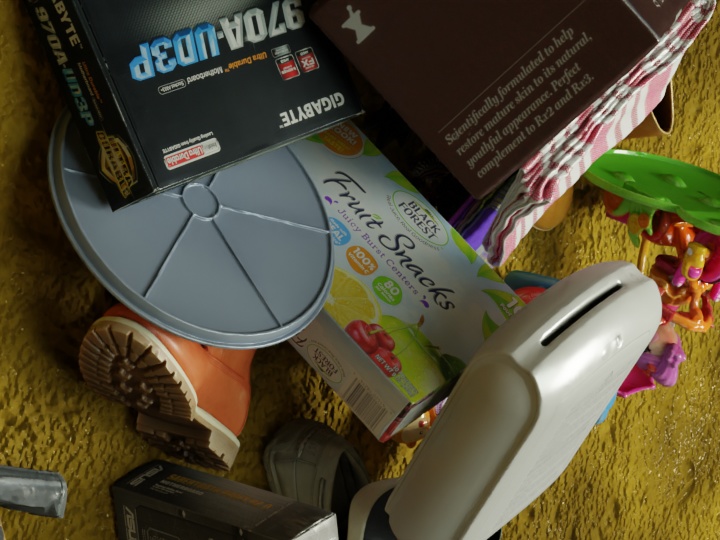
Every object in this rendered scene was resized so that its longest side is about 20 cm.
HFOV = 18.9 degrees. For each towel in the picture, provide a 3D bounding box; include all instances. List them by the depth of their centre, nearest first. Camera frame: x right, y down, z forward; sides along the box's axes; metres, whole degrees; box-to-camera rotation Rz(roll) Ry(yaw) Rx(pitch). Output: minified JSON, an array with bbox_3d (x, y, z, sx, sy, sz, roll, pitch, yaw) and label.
[{"bbox_3d":[0.164,-0.093,1.476,0.200,0.030,0.146,-44,172,-18],"label":"towel"},{"bbox_3d":[0.073,-0.003,1.554,0.200,0.023,0.144,-51,162,4],"label":"towel"}]

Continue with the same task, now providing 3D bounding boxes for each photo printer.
[{"bbox_3d":[0.111,0.086,1.414,0.166,0.069,0.200,-32,158,-45],"label":"photo printer"}]

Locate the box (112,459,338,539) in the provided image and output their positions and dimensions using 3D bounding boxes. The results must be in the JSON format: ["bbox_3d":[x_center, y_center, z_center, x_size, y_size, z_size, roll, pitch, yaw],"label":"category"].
[{"bbox_3d":[-0.081,0.236,1.400,0.048,0.158,0.201,-26,118,-46],"label":"box"}]

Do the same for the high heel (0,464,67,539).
[{"bbox_3d":[-0.230,0.209,1.265,0.142,0.071,0.201,17,69,-58],"label":"high heel"}]

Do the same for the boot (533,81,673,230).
[{"bbox_3d":[0.175,-0.108,1.647,0.071,0.144,0.202,-41,129,-37],"label":"boot"}]

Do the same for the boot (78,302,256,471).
[{"bbox_3d":[-0.114,0.045,1.364,0.200,0.075,0.108,61,47,-65],"label":"boot"}]

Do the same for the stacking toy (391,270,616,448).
[{"bbox_3d":[0.094,0.085,1.640,0.200,0.110,0.116,-22,117,-38],"label":"stacking toy"}]

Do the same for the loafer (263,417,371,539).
[{"bbox_3d":[-0.010,0.192,1.549,0.070,0.070,0.200,-49,133,-32],"label":"loafer"}]

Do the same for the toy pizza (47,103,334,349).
[{"bbox_3d":[-0.105,-0.035,1.327,0.200,0.032,0.201,21,47,-25],"label":"toy pizza"}]

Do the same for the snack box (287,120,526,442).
[{"bbox_3d":[0.000,0.000,1.423,0.142,0.200,0.053,-31,163,-45],"label":"snack box"}]

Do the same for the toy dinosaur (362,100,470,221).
[{"bbox_3d":[0.074,-0.107,1.588,0.136,0.102,0.201,6,75,-67],"label":"toy dinosaur"}]

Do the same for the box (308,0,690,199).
[{"bbox_3d":[0.101,-0.181,1.403,0.164,0.166,0.200,48,27,-3],"label":"box"}]

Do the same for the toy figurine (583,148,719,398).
[{"bbox_3d":[0.242,0.020,1.753,0.150,0.200,0.185,1,111,-32],"label":"toy figurine"}]

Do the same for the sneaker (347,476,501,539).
[{"bbox_3d":[0.076,0.167,1.529,0.200,0.084,0.075,-28,124,-50],"label":"sneaker"}]

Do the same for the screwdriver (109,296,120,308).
[{"bbox_3d":[-0.114,-0.056,1.390,0.029,0.028,0.201,82,30,-73],"label":"screwdriver"}]

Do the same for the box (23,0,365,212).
[{"bbox_3d":[-0.102,-0.140,1.321,0.200,0.046,0.159,-24,93,-47],"label":"box"}]
